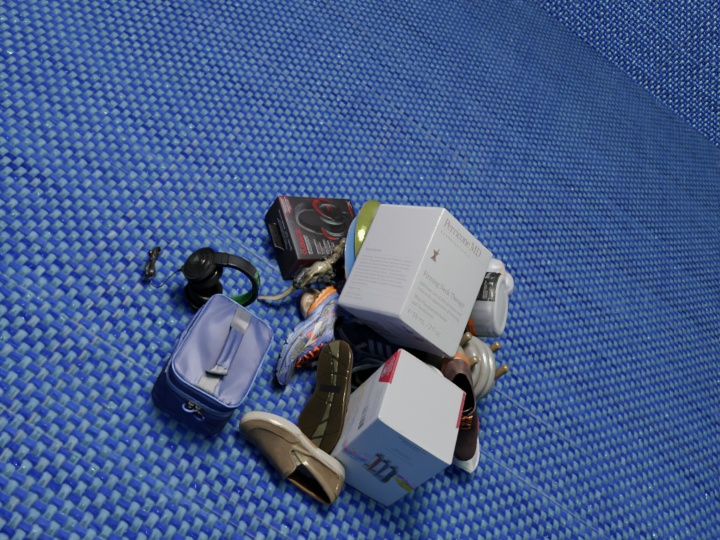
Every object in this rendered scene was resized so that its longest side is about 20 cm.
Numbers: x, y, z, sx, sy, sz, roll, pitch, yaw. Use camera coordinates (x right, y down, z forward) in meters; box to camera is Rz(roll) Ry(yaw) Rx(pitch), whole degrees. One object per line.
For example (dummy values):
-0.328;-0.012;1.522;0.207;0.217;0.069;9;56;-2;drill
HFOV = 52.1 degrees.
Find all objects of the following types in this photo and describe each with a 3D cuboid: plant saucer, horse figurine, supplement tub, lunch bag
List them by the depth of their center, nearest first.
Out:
-0.232;0.148;1.159;0.134;0.133;0.202;30;44;-10;lunch bag
-0.065;0.081;1.375;0.129;0.050;0.205;-11;68;-9;horse figurine
0.045;-0.034;1.406;0.199;0.030;0.206;-5;90;-65;plant saucer
0.179;0.063;1.422;0.195;0.125;0.123;2;38;24;supplement tub

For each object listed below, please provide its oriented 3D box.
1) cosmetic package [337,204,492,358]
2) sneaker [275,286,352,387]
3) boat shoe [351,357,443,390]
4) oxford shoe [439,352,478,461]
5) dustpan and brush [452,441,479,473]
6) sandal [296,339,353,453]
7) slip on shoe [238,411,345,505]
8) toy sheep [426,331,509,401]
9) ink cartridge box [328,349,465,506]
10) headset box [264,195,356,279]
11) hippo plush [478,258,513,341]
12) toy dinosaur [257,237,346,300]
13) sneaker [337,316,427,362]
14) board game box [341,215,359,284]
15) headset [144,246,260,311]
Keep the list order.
0.096;0.015;1.288;0.166;0.164;0.204;35;72;-39;cosmetic package
-0.082;0.122;1.290;0.078;0.076;0.202;33;69;7;sneaker
0.058;0.197;1.297;0.061;0.196;0.075;-15;105;-49;boat shoe
0.171;0.250;1.279;0.069;0.205;0.073;-10;17;1;oxford shoe
0.171;0.267;1.400;0.138;0.058;0.202;31;28;-14;dustpan and brush
-0.054;0.221;1.248;0.079;0.055;0.205;4;69;18;sandal
-0.112;0.300;1.170;0.199;0.076;0.061;40;36;-13;slip on shoe
0.197;0.183;1.372;0.197;0.137;0.141;22;45;-36;toy sheep
0.054;0.265;1.221;0.143;0.200;0.147;33;44;-11;ink cartridge box
-0.093;-0.065;1.467;0.196;0.075;0.152;0;58;-35;headset box
0.229;0.069;1.528;0.199;0.157;0.164;36;51;-34;hippo plush
-0.093;0.012;1.340;0.197;0.088;0.048;-32;105;-11;toy dinosaur
0.051;0.128;1.408;0.197;0.085;0.076;28;45;-10;sneaker
0.000;0.000;1.388;0.200;0.038;0.162;40;51;-56;board game box
-0.269;0.005;1.262;0.194;0.125;0.096;5;49;-6;headset
